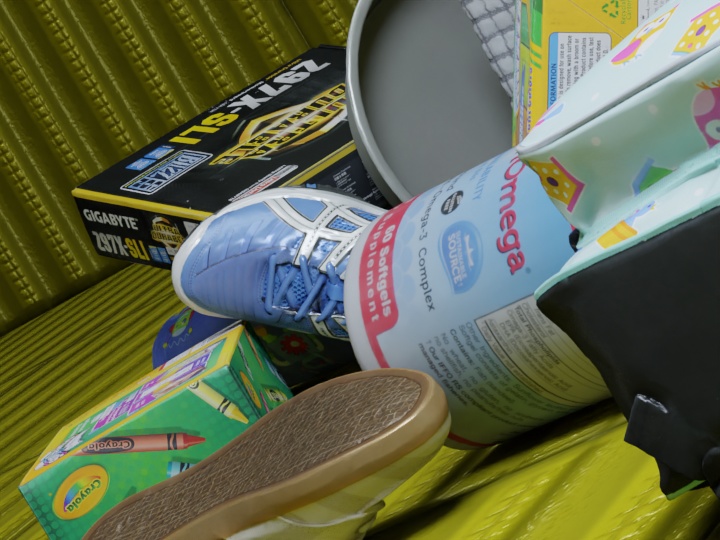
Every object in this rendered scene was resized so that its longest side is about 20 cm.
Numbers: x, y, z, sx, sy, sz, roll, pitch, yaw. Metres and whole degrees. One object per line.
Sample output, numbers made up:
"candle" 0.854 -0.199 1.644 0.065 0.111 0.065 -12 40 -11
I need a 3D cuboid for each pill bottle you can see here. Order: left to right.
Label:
"pill bottle" 0.096 -0.006 1.125 0.200 0.109 0.109 -27 7 40

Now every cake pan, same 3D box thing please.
"cake pan" 0.076 -0.094 1.571 0.200 0.200 0.037 -34 0 -31

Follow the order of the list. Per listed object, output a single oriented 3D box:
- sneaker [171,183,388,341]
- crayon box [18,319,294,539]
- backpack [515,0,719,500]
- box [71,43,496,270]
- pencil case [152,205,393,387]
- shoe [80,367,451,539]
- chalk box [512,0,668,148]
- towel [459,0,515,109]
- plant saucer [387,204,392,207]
"sneaker" 0.000 0.000 1.473 0.200 0.076 0.077 -1 18 2
"crayon box" -0.098 0.087 1.432 0.119 0.058 0.200 -31 5 3
"backpack" 0.159 -0.037 0.869 0.176 0.153 0.200 -33 -4 41
"box" -0.041 -0.064 1.618 0.200 0.049 0.160 -33 24 -30
"pencil case" -0.035 0.030 1.686 0.200 0.087 0.078 -28 31 42
"shoe" -0.033 0.097 1.157 0.200 0.053 0.070 -28 26 35
"chalk box" 0.132 -0.078 1.302 0.124 0.125 0.200 0 6 -1
"towel" 0.170 -0.121 1.492 0.200 0.166 0.086 -25 4 42
"plant saucer" 0.021 -0.024 1.742 0.200 0.036 0.200 -8 -16 -2
